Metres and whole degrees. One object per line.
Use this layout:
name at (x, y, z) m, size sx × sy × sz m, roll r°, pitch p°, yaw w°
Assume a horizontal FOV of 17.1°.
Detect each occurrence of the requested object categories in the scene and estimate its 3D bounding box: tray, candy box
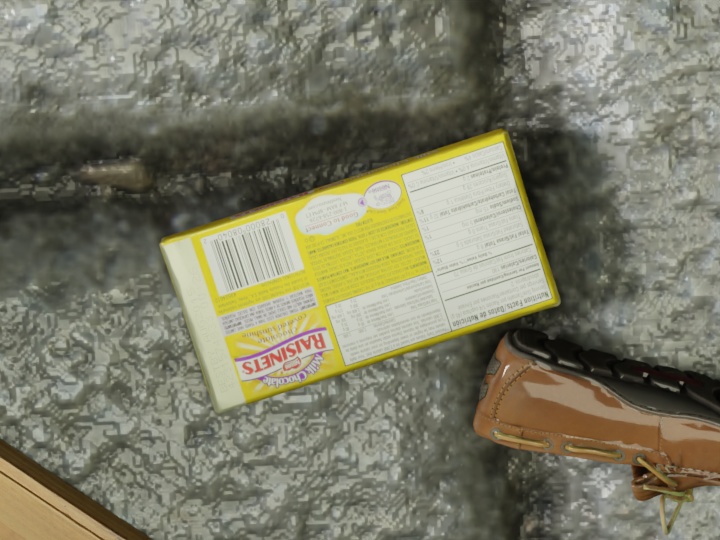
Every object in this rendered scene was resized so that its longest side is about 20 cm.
tray at (-0.169, 0.177, 1.331) m, size 0.200 × 0.037 × 0.099 m, roll 34°, pitch 96°, yaw -8°
candy box at (0.000, 0.000, 1.315) m, size 0.200 × 0.026 × 0.102 m, roll -17°, pitch 102°, yaw 1°

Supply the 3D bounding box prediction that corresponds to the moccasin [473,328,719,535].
moccasin at (0.162, 0.096, 1.313) m, size 0.201 × 0.074 × 0.078 m, roll 14°, pitch 107°, yaw -7°
